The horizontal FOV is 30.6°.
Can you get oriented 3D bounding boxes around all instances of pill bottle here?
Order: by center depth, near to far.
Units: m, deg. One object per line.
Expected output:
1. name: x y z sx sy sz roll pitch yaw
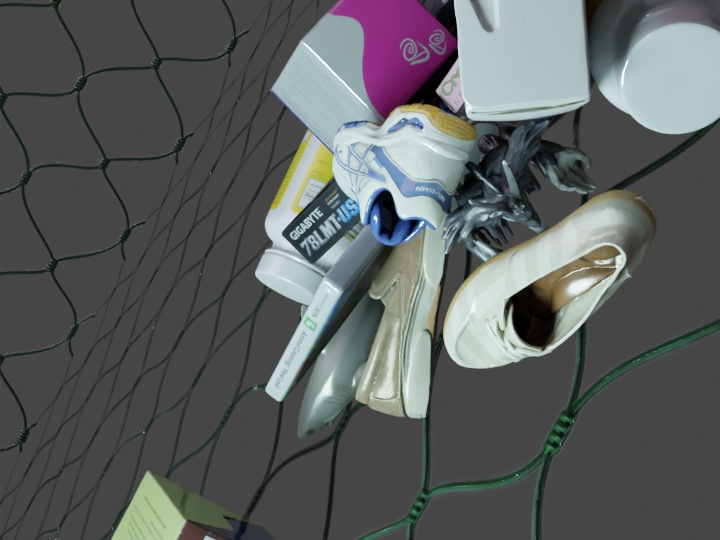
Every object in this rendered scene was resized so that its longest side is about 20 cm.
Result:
1. pill bottle: 0.203 -0.177 0.900 0.110 0.108 0.201 -51 20 30
2. pill bottle: -0.037 -0.068 1.424 0.202 0.111 0.111 -65 17 -13

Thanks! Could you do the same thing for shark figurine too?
1. shark figurine: -0.018 0.041 1.247 0.128 0.089 0.217 -32 36 56

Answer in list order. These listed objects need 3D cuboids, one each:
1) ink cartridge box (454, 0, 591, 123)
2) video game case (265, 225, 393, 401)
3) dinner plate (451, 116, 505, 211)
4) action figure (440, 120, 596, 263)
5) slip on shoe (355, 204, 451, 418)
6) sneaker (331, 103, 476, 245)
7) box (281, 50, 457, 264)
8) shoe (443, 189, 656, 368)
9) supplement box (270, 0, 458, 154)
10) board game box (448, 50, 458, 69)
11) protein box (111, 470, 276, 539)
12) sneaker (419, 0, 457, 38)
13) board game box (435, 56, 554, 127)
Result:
1. ink cartridge box: 0.107 -0.177 0.892 0.200 0.082 0.149 -44 -51 -82
2. video game case: 0.000 0.000 1.130 0.200 0.022 0.183 -51 -6 -38
3. dinner plate: 0.085 -0.078 1.236 0.201 0.024 0.201 -54 18 26
4. action figure: 0.117 -0.052 0.979 0.120 0.101 0.200 -57 2 8
5. slip on shoe: 0.036 0.015 1.048 0.076 0.060 0.203 -44 -40 -80
6. sneaker: 0.016 -0.063 0.984 0.200 0.074 0.089 164 124 -73
7. box: 0.032 -0.118 1.254 0.199 0.050 0.200 -52 7 -38
8. shoe: 0.120 0.017 0.904 0.200 0.070 0.054 -43 16 41
9. supplement box: -0.002 -0.180 1.170 0.101 0.103 0.200 -47 4 -10
10. board game box: 0.168 -0.241 1.112 0.135 0.028 0.201 -15 -34 -56
11. protein box: -0.160 0.312 1.150 0.202 0.134 0.198 -63 18 -6
12. sneaker: 0.056 -0.243 1.223 0.075 0.087 0.200 -49 2 -3
13. board game box: 0.160 -0.203 1.055 0.035 0.126 0.201 49 115 31
